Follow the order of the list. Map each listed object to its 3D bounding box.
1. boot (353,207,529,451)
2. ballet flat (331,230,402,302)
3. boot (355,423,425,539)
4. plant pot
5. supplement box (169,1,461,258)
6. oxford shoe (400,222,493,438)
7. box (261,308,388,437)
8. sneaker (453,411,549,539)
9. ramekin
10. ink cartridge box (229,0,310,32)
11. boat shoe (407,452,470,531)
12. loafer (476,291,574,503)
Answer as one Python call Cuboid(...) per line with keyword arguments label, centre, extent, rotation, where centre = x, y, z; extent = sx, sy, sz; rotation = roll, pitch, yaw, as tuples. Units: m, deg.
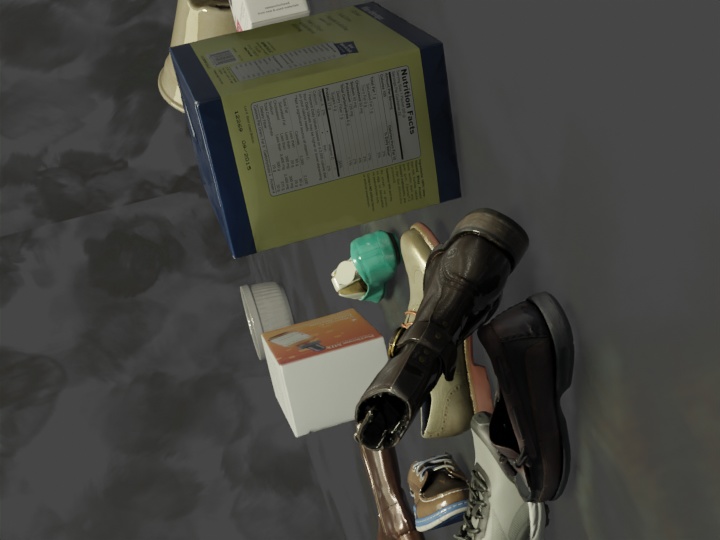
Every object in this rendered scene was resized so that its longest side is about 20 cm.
Cuboid(label="boot", centre=(0.045, 0.056, 0.718), extent=(0.069, 0.174, 0.200), rotation=(31, 157, 8))
Cuboid(label="ballet flat", centre=(0.000, 0.000, 1.166), extent=(0.200, 0.070, 0.068), rotation=(114, 140, -74))
Cuboid(label="boot", centre=(0.032, 0.335, 1.493), extent=(0.201, 0.064, 0.186), rotation=(68, 155, 17))
Cuboid(label="plant pot", centre=(-0.232, -0.381, 1.608), extent=(0.184, 0.199, 0.201), rotation=(102, 153, -44))
Cuboid(label="supplement box", centre=(-0.044, -0.131, 0.845), extent=(0.200, 0.199, 0.135), rotation=(-124, 21, -60))
Cuboid(label="oxford shoe", centre=(0.063, 0.056, 0.895), extent=(0.071, 0.073, 0.201), rotation=(135, 119, -78))
Cuboid(label="box", centre=(-0.048, 0.140, 1.398), extent=(0.200, 0.152, 0.107), rotation=(-147, 44, -74))
Cuboid(label="sneaker", centre=(0.116, 0.217, 0.833), extent=(0.074, 0.079, 0.201), rotation=(-132, 30, -72))
Cuboid(label="ramekin", centre=(-0.236, 0.123, 2.520), extent=(0.200, 0.105, 0.201), rotation=(165, 90, -81))
Cuboid(label="ink cartridge box", centre=(-0.136, -0.400, 1.280), extent=(0.145, 0.084, 0.201), rotation=(143, 112, -78))
Cuboid(label="boat shoe", centre=(0.082, 0.240, 1.066), extent=(0.200, 0.072, 0.073), rotation=(116, 139, -75))
Cuboid(label="loafer", centre=(0.114, 0.101, 0.714), extent=(0.072, 0.063, 0.201), rotation=(-119, 17, -48))
